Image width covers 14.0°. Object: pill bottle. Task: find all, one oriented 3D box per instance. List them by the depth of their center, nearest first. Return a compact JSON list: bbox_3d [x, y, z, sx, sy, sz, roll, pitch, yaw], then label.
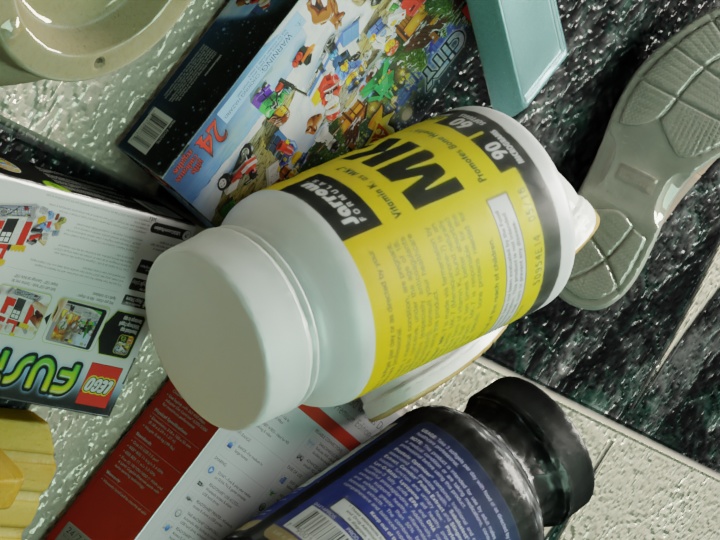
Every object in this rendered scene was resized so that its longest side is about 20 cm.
[{"bbox_3d":[0.000,0.000,1.452,0.200,0.114,0.115,-25,133,-35],"label":"pill bottle"},{"bbox_3d":[0.026,0.142,1.571,0.200,0.112,0.112,-33,137,-27],"label":"pill bottle"}]

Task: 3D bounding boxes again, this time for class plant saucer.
[{"bbox_3d":[0.069,-0.176,1.486,0.070,0.019,0.200,-50,136,-44],"label":"plant saucer"}]

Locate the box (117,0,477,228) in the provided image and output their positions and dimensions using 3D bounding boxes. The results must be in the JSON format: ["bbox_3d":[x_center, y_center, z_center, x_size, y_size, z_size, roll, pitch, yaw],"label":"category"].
[{"bbox_3d":[-0.018,-0.103,1.481,0.200,0.038,0.137,-53,143,-4],"label":"box"}]

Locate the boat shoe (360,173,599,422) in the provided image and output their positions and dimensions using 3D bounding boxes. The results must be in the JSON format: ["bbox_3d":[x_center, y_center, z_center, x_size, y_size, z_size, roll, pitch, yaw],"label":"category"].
[{"bbox_3d":[0.051,0.005,1.605,0.069,0.071,0.200,52,51,-10],"label":"boat shoe"}]

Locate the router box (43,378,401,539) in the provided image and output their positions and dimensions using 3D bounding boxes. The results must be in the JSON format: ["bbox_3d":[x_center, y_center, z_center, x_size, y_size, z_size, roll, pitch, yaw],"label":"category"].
[{"bbox_3d":[-0.057,0.129,1.603,0.180,0.049,0.200,-52,143,-5],"label":"router box"}]

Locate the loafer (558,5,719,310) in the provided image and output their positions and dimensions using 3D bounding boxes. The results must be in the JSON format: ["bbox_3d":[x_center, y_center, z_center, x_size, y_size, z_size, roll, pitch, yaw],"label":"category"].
[{"bbox_3d":[0.170,-0.069,1.703,0.200,0.072,0.063,-57,-178,4],"label":"loafer"}]

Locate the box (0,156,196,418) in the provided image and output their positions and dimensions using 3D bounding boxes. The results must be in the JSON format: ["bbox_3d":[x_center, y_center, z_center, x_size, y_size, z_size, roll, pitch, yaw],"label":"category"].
[{"bbox_3d":[-0.174,0.003,1.390,0.200,0.035,0.110,16,103,-51],"label":"box"}]

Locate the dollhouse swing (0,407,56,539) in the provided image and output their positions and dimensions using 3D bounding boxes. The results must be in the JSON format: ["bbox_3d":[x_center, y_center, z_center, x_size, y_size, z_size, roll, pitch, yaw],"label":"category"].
[{"bbox_3d":[-0.204,0.165,1.388,0.176,0.182,0.200,18,103,-41],"label":"dollhouse swing"}]

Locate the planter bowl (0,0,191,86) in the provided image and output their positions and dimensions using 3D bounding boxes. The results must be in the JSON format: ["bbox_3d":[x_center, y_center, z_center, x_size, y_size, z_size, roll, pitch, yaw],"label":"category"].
[{"bbox_3d":[-0.144,-0.159,1.222,0.200,0.135,0.201,-27,134,-32],"label":"planter bowl"}]
